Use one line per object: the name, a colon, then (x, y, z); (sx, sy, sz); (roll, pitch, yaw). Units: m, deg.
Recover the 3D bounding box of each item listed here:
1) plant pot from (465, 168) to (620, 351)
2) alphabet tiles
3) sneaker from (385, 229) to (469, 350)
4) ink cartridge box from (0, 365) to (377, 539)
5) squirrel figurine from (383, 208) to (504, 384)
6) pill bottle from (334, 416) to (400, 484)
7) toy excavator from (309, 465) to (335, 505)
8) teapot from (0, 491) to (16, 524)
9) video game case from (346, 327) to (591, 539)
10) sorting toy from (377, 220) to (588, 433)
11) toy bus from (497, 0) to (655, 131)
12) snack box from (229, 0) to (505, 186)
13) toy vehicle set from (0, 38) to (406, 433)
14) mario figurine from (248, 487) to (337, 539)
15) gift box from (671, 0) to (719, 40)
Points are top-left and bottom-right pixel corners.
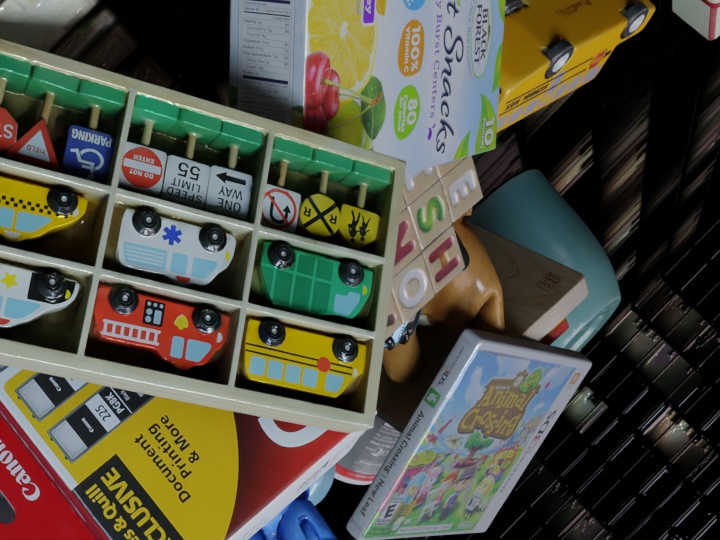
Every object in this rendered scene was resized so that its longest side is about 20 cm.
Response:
plant pot: (0.182, 0.020, 1.289); (0.200, 0.161, 0.201); (-40, 162, -16)
alphabet tiles: (0.007, -0.058, 0.717); (0.167, 0.007, 0.202); (-40, 125, -32)
sneaker: (-0.005, 0.034, 0.776); (0.200, 0.082, 0.073); (-50, -160, -12)
ink cartridge box: (-0.124, 0.054, 0.565); (0.175, 0.200, 0.084); (-39, 171, -20)
squirrel figurine: (0.000, 0.000, 0.915); (0.185, 0.142, 0.202); (-21, 132, -22)
pill bottle: (0.027, 0.115, 1.225); (0.113, 0.114, 0.201); (-21, 150, -53)
toy excavator: (-0.075, 0.201, 1.036); (0.194, 0.201, 0.100); (-35, 162, -3)
teapot: (-0.218, 0.142, 0.669); (0.201, 0.145, 0.198); (-59, -177, -24)
video game case: (0.093, 0.137, 0.961); (0.199, 0.022, 0.183); (14, 110, -54)
sorting toy: (0.071, 0.059, 1.046); (0.198, 0.199, 0.070); (-40, 127, -17)
toy bus: (0.142, -0.172, 0.915); (0.199, 0.065, 0.079); (-31, 159, -39)
snack box: (0.011, -0.124, 0.634); (0.199, 0.053, 0.144); (-21, 119, -54)
toy vehicle set: (-0.079, -0.011, 0.505); (0.198, 0.126, 0.026); (14, 162, -22)
mario figurine: (-0.059, 0.117, 0.663); (0.123, 0.201, 0.106); (11, 135, -42)
gift box: (0.209, -0.264, 0.653); (0.200, 0.187, 0.184); (-47, 164, 10)
